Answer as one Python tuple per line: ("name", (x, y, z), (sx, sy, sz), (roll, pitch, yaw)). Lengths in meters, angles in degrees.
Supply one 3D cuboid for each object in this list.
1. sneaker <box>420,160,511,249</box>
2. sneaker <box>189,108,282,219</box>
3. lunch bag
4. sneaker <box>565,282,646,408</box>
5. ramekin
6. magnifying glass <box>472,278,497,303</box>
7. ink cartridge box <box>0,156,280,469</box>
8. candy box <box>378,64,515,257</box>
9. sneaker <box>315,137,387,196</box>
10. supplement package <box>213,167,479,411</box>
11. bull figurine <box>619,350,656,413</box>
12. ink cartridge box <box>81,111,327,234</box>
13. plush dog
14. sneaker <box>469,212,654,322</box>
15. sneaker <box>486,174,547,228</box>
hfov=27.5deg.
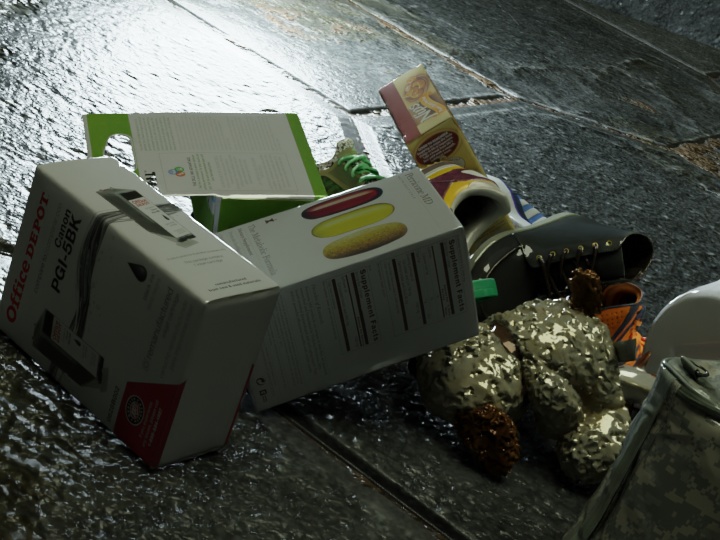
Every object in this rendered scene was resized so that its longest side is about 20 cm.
("sneaker", (0.043, -0.028, 1.315), (0.199, 0.075, 0.090), (-39, 37, -19))
("sneaker", (-0.127, -0.054, 1.427), (0.067, 0.108, 0.203), (28, 58, -6))
("lunch bag", (0.260, 0.171, 1.131), (0.166, 0.202, 0.140), (17, 20, -23))
("sneaker", (0.271, 0.071, 1.466), (0.198, 0.113, 0.078), (8, 27, -32))
("ramekin", (0.358, 0.101, 1.381), (0.097, 0.202, 0.200), (-7, 36, -39))
("magnifying glass", (0.026, 0.034, 1.313), (0.197, 0.023, 0.080), (-13, -6, -7))
("ink cartridge box", (-0.172, 0.027, 1.098), (0.199, 0.148, 0.082), (35, 27, 29))
("candy box", (0.095, -0.091, 1.452), (0.201, 0.055, 0.116), (57, 6, -35))
("sneaker", (-0.011, -0.091, 1.486), (0.198, 0.090, 0.076), (2, -1, 42))
("supplement package", (-0.017, 0.013, 1.211), (0.198, 0.111, 0.114), (-19, 34, -10))
("bull figurine", (0.294, 0.151, 1.298), (0.200, 0.065, 0.121), (46, 4, 3))
("ink cartridge box", (-0.141, -0.074, 1.292), (0.197, 0.076, 0.148), (-1, 36, -15))
("plush dog", (0.132, 0.088, 1.286), (0.170, 0.162, 0.200), (-14, 37, -19))
("sneaker", (0.186, -0.003, 1.397), (0.199, 0.076, 0.106), (-30, 26, -36))
("sneaker", (0.204, -0.031, 1.690), (0.145, 0.081, 0.200), (20, 18, -29))
